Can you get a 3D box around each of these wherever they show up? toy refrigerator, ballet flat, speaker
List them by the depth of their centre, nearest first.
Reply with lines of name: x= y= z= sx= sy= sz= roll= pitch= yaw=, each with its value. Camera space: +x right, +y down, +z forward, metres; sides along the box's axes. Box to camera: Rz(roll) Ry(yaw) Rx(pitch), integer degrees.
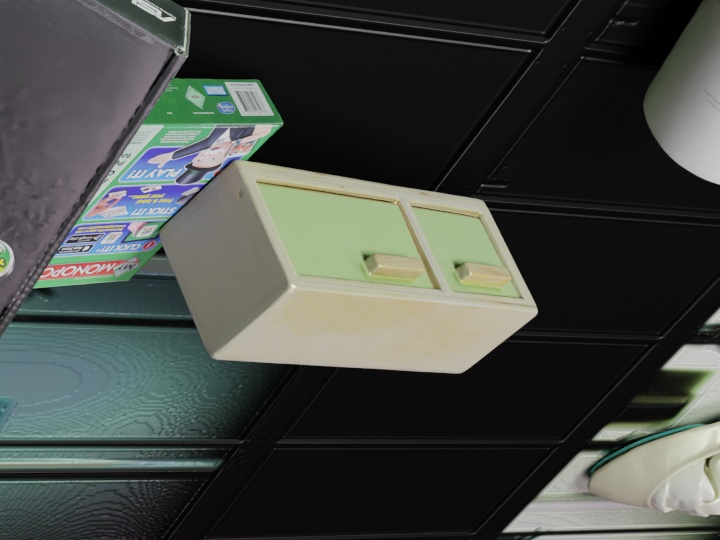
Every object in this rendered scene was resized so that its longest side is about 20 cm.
speaker: x=0.210 y=-0.129 z=1.005 sx=0.081 sy=0.082 sz=0.200 roll=-3 pitch=145 yaw=-24
toy refrigerator: x=0.000 y=0.000 z=1.070 sx=0.070 sy=0.076 sz=0.199 roll=-40 pitch=152 yaw=30
ballet flat: x=0.256 y=0.132 z=1.453 sx=0.199 sy=0.070 sz=0.070 roll=-24 pitch=149 yaw=8

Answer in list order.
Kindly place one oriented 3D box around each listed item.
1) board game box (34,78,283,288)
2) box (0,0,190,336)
board game box: x=-0.145 y=-0.037 z=0.957 sx=0.134 sy=0.029 sz=0.199 roll=-41 pitch=158 yaw=33
box: x=-0.197 y=-0.067 z=0.802 sx=0.199 sy=0.048 sz=0.193 roll=30 pitch=117 yaw=-18
